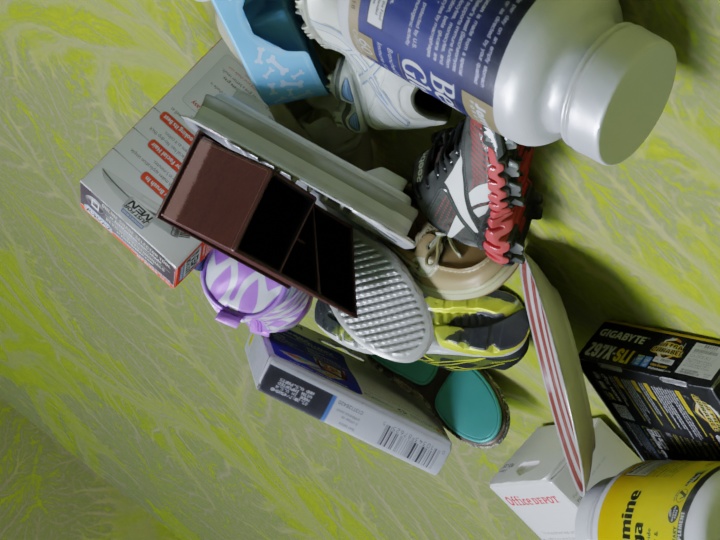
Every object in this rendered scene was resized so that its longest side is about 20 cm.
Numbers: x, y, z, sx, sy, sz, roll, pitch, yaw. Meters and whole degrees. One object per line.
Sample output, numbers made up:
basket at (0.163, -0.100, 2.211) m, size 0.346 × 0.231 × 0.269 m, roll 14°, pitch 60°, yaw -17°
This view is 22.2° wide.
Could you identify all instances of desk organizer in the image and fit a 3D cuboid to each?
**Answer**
desk organizer at (-0.061, -0.030, 1.402) m, size 0.077 × 0.072 × 0.200 m, roll 25°, pitch 177°, yaw 32°

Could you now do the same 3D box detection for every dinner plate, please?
dinner plate at (0.161, 0.080, 1.468) m, size 0.200 × 0.024 × 0.202 m, roll -14°, pitch -90°, yaw -88°

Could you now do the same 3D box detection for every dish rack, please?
dish rack at (-0.039, -0.082, 1.416) m, size 0.199 × 0.044 × 0.172 m, roll 28°, pitch 180°, yaw -2°

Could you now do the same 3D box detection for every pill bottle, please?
pill bottle at (0.091, -0.145, 1.133) m, size 0.199 × 0.111 × 0.111 m, roll 33°, pitch 158°, yaw 29°
pill bottle at (0.248, 0.201, 1.402) m, size 0.113 × 0.113 × 0.200 m, roll 47°, pitch 160°, yaw -12°

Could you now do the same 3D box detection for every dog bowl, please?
dog bowl at (-0.082, -0.207, 1.356) m, size 0.112 × 0.049 × 0.201 m, roll -106°, pitch -9°, yaw -54°

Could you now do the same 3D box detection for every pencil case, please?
pencil case at (-0.089, 0.014, 1.645) m, size 0.083 × 0.086 × 0.200 m, roll 12°, pitch 177°, yaw 8°

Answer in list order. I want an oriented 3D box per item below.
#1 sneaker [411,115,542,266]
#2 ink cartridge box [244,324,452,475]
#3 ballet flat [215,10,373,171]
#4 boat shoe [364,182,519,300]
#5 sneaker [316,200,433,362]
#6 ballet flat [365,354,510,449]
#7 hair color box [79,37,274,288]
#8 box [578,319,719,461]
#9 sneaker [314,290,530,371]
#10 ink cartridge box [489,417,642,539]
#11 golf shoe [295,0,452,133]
sneaker at (0.082, -0.075, 1.339) m, size 0.097 × 0.071 × 0.201 m, roll 18°, pitch 155°, yaw 13°
ink cartridge box at (-0.017, 0.113, 1.794) m, size 0.196 × 0.047 × 0.200 m, roll 25°, pitch -174°, yaw -11°
ballet flat at (-0.044, -0.144, 1.479) m, size 0.200 × 0.070 × 0.069 m, roll 50°, pitch 160°, yaw -21°
boat shoe at (0.052, -0.031, 1.512) m, size 0.199 × 0.073 × 0.063 m, roll 22°, pitch 151°, yaw 51°
sneaker at (0.000, 0.000, 1.532) m, size 0.200 × 0.074 × 0.082 m, roll 49°, pitch -167°, yaw 23°
ballet flat at (0.086, 0.112, 1.780) m, size 0.200 × 0.068 × 0.075 m, roll 35°, pitch -178°, yaw 38°
hair color box at (-0.128, -0.098, 1.539) m, size 0.111 × 0.200 × 0.064 m, roll 41°, pitch 161°, yaw 6°
box at (0.277, 0.133, 1.446) m, size 0.159 × 0.049 × 0.201 m, roll 8°, pitch 140°, yaw 56°
sneaker at (0.055, 0.057, 1.616) m, size 0.198 × 0.075 × 0.085 m, roll 9°, pitch 156°, yaw 19°
ink cartridge box at (0.233, 0.234, 1.690) m, size 0.200 × 0.083 × 0.146 m, roll 46°, pitch 161°, yaw -8°
golf shoe at (0.016, -0.176, 1.319) m, size 0.096 × 0.079 × 0.201 m, roll 10°, pitch 151°, yaw 23°
